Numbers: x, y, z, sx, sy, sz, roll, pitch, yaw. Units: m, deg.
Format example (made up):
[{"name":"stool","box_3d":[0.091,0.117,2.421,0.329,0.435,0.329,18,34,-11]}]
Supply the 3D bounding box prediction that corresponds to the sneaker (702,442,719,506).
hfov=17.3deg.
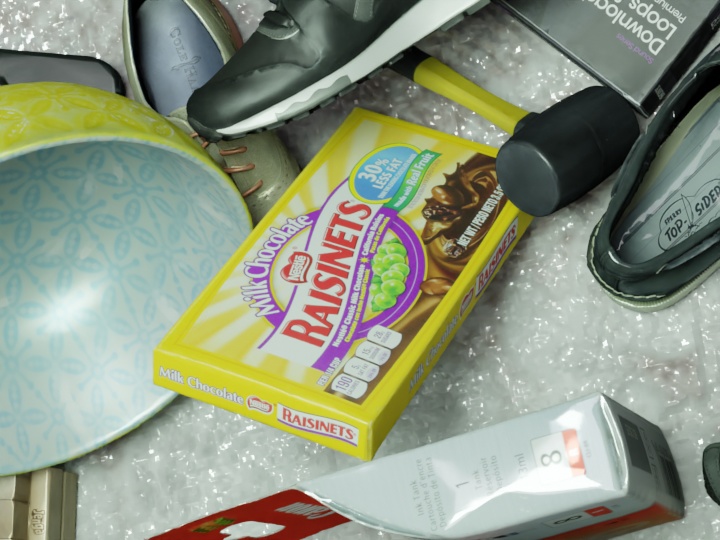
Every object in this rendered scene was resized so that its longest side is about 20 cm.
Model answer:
[{"name":"sneaker","box_3d":[0.207,0.026,1.013,0.086,0.080,0.201,25,82,29]}]

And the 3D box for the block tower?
[{"name":"block tower","box_3d":[-0.238,0.117,1.133,0.198,0.054,0.058,-1,79,15]}]

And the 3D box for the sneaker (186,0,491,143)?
[{"name":"sneaker","box_3d":[-0.003,-0.135,1.044,0.199,0.076,0.088,-33,101,-7]}]

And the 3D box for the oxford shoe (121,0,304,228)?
[{"name":"oxford shoe","box_3d":[-0.067,-0.048,1.101,0.070,0.074,0.201,-29,75,6]}]

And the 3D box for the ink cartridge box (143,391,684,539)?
[{"name":"ink cartridge box","box_3d":[0.029,0.108,1.001,0.199,0.162,0.050,-21,76,12]}]

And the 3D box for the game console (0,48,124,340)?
[{"name":"game console","box_3d":[-0.216,-0.020,1.109,0.169,0.118,0.202,6,83,11]}]

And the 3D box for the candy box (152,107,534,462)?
[{"name":"candy box","box_3d":[0.000,0.000,1.032,0.102,0.027,0.200,16,40,19]}]

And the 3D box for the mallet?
[{"name":"mallet","box_3d":[0.029,-0.085,1.086,0.199,0.041,0.066,26,45,23]}]

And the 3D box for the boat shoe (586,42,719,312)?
[{"name":"boat shoe","box_3d":[0.172,-0.067,1.041,0.199,0.066,0.075,-42,72,5]}]

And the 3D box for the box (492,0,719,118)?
[{"name":"box","box_3d":[0.137,-0.191,1.090,0.143,0.036,0.200,39,91,19]}]

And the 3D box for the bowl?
[{"name":"bowl","box_3d":[-0.157,-0.014,1.053,0.200,0.200,0.108,-39,51,6]}]
